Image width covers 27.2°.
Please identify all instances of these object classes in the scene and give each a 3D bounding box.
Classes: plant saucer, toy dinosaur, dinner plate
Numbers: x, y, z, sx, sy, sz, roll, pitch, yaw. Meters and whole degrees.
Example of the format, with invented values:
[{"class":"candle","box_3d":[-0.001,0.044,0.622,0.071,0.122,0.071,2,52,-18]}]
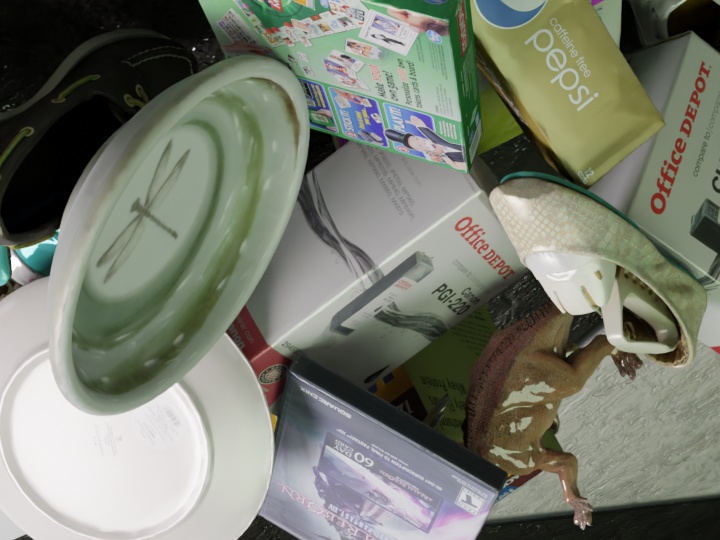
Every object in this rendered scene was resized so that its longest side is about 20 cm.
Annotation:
[{"class":"plant saucer","box_3d":[-0.102,-0.024,0.757,0.200,0.050,0.201,-49,157,-28]},{"class":"toy dinosaur","box_3d":[0.091,0.082,0.943,0.134,0.086,0.202,12,104,-27]},{"class":"dinner plate","box_3d":[-0.148,0.097,0.873,0.200,0.200,0.024,-38,-169,21]}]

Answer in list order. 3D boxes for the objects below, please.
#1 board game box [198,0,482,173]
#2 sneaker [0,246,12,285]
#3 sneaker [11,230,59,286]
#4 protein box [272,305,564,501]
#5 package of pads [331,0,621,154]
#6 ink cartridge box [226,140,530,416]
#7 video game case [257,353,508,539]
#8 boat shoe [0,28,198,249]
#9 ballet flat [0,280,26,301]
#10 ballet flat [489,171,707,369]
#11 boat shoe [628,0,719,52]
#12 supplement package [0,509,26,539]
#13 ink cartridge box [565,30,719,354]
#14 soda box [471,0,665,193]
[{"class":"board game box","box_3d":[-0.008,-0.111,0.746,0.200,0.133,0.029,68,41,-73]},{"class":"sneaker","box_3d":[-0.214,-0.057,0.768,0.077,0.092,0.201,-23,154,-11]},{"class":"sneaker","box_3d":[-0.118,-0.032,0.928,0.120,0.085,0.199,-33,155,32]},{"class":"protein box","box_3d":[0.019,0.086,1.133,0.135,0.201,0.198,-38,153,22]},{"class":"package of pads","box_3d":[0.069,-0.135,0.930,0.198,0.069,0.155,-26,154,-4]},{"class":"ink cartridge box","box_3d":[0.000,0.000,0.922,0.199,0.085,0.146,-38,154,8]},{"class":"video game case","box_3d":[0.007,0.142,0.938,0.019,0.142,0.201,-55,169,-34]},{"class":"boat shoe","box_3d":[-0.141,-0.067,0.767,0.201,0.060,0.073,-43,137,-45]},{"class":"ballet flat","box_3d":[-0.281,0.026,0.891,0.198,0.076,0.065,-6,112,-28]},{"class":"ballet flat","box_3d":[0.147,0.006,0.875,0.067,0.063,0.199,-12,151,43]},{"class":"boat shoe","box_3d":[0.240,-0.160,1.032,0.074,0.087,0.202,-33,154,11]},{"class":"supplement package","box_3d":[-0.292,0.119,0.991,0.198,0.112,0.156,-21,153,-13]},{"class":"ink cartridge box","box_3d":[0.241,-0.042,0.996,0.199,0.146,0.083,31,159,-22]},{"class":"soda box","box_3d":[0.087,-0.141,0.818,0.064,0.068,0.200,-39,120,2]}]
